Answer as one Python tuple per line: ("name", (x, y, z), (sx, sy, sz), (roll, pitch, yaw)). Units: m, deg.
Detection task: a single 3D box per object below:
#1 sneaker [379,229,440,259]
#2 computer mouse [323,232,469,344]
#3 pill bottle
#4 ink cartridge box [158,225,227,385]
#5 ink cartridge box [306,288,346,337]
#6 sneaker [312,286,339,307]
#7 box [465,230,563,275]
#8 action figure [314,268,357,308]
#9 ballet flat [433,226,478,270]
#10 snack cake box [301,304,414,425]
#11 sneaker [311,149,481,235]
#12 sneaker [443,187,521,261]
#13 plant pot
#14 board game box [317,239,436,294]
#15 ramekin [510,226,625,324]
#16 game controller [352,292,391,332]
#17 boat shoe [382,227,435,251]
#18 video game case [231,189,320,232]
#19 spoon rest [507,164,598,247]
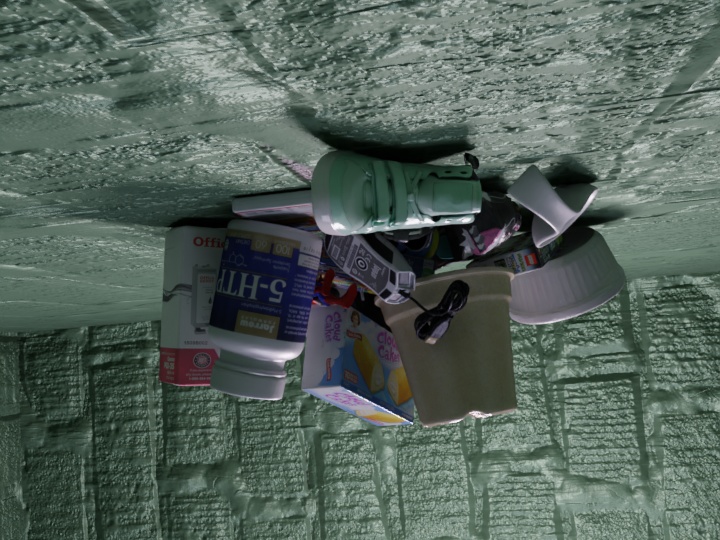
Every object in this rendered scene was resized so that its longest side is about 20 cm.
("sneaker", (0.032, -0.040, 1.110), (0.078, 0.067, 0.199), (14, 166, -28))
("computer mouse", (0.039, 0.000, 0.928), (0.044, 0.199, 0.110), (-39, 163, -38))
("pill bottle", (-0.120, 0.047, 0.911), (0.118, 0.203, 0.120), (10, 177, 0))
("ink cartridge box", (-0.183, 0.047, 0.994), (0.145, 0.203, 0.082), (4, 176, -30))
("ink cartridge box", (-0.036, 0.054, 1.278), (0.115, 0.201, 0.067), (-9, 135, 36))
("sneaker", (-0.124, 0.090, 1.136), (0.199, 0.109, 0.067), (-11, -161, -7))
("box", (0.242, -0.027, 1.161), (0.109, 0.035, 0.200), (-17, -175, 27))
("action figure", (-0.080, 0.018, 1.037), (0.065, 0.052, 0.199), (27, 165, -33))
("ballet flat", (0.124, -0.038, 1.166), (0.071, 0.073, 0.199), (1, 173, -42))
("snack cake box", (0.004, 0.137, 1.059), (0.067, 0.116, 0.200), (-10, 152, 31))
("sneaker", (0.043, -0.073, 0.670), (0.117, 0.075, 0.200), (0, -173, 28))
("sneaker", (0.161, -0.068, 0.928), (0.085, 0.081, 0.200), (-21, 180, -6))
("plant pot", (0.129, 0.111, 1.025), (0.198, 0.186, 0.201), (-9, 167, -2))
("board game box", (0.000, 0.000, 1.079), (0.197, 0.035, 0.135), (11, 166, -2))
("ramekin", (0.329, 0.002, 1.256), (0.200, 0.095, 0.203), (-23, -167, 6))
("game controller", (0.031, 0.037, 1.217), (0.103, 0.202, 0.042), (-5, 150, -10))
("boat shoe", (0.060, -0.056, 0.918), (0.071, 0.069, 0.200), (-7, 175, 10))
("video game case", (-0.057, -0.070, 0.919), (0.141, 0.018, 0.200), (-6, 174, 10))
("spoon rest", (0.226, -0.068, 0.865), (0.099, 0.061, 0.199), (-46, 157, 17))
